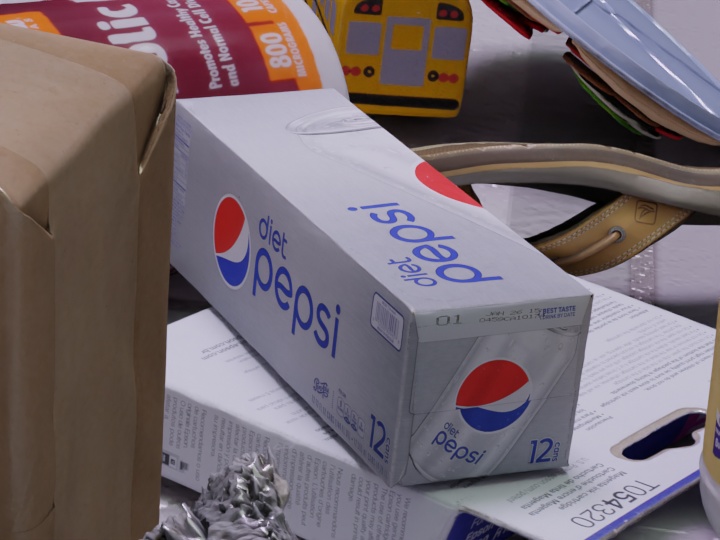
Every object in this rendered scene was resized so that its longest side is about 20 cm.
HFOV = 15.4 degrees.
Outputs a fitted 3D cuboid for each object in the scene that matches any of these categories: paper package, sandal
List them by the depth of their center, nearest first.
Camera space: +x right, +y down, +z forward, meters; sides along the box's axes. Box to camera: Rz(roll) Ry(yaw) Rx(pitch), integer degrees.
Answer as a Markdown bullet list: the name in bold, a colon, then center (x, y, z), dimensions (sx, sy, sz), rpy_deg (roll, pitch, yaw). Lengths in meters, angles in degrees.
- **paper package**: center (-0.164, 0.018, 0.773), dimensions (0.200, 0.191, 0.103), rpy_deg (12, 29, 15)
- **sandal**: center (0.100, -0.020, 1.053), dimensions (0.200, 0.054, 0.080), rpy_deg (8, -1, -7)

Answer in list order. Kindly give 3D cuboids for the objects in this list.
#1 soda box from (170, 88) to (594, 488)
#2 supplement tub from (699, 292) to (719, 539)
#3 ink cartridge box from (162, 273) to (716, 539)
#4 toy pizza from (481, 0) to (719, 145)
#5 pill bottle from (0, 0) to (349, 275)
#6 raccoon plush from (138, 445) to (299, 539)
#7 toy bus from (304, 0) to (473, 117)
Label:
- **soda box**: center (0.000, 0.000, 0.908), dimensions (0.068, 0.064, 0.200), rpy_deg (-5, 24, -25)
- **supplement tub**: center (0.180, 0.023, 0.814), dimensions (0.145, 0.200, 0.145), rpy_deg (3, 18, -1)
- **ink cartridge box**: center (0.042, 0.050, 0.935), dimensions (0.200, 0.043, 0.196), rpy_deg (22, 27, 32)
- **toy pizza**: center (0.101, -0.118, 1.259), dimensions (0.200, 0.032, 0.200), rpy_deg (37, 15, -11)
- **pill bottle**: center (-0.114, -0.049, 1.034), dimensions (0.200, 0.114, 0.114), rpy_deg (-10, 28, -31)
- **raccoon plush**: center (-0.096, 0.110, 0.648), dimensions (0.200, 0.134, 0.097), rpy_deg (1, 25, -10)
- **toy bus**: center (0.005, -0.131, 1.294), dimensions (0.065, 0.078, 0.200), rpy_deg (2, 24, -9)
